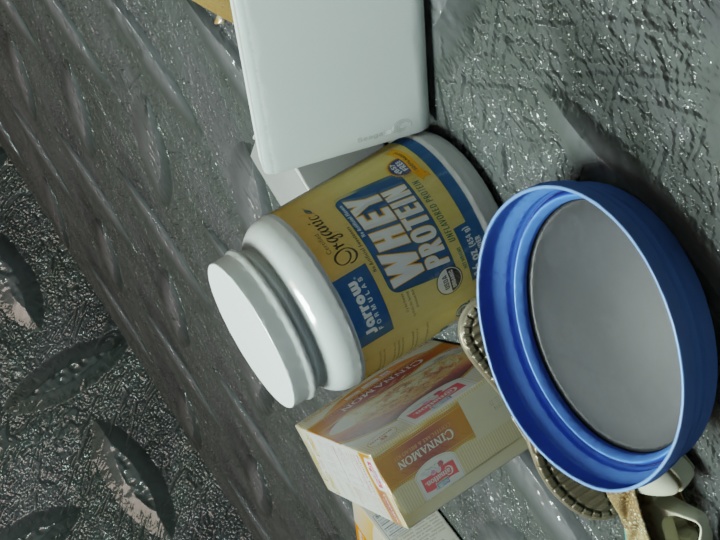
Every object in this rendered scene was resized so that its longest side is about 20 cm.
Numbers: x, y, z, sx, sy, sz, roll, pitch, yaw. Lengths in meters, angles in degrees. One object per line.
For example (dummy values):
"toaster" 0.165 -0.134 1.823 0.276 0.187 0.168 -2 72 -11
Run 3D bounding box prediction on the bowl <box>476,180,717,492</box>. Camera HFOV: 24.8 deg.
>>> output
"bowl" 0.149 0.040 1.045 0.200 0.039 0.203 33 131 48

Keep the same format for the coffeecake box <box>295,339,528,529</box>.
"coffeecake box" 0.051 0.134 1.398 0.074 0.153 0.200 62 163 -11

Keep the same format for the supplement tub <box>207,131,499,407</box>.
"supplement tub" 0.000 0.000 1.235 0.145 0.199 0.145 52 162 24

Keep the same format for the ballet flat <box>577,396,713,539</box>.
"ballet flat" 0.210 0.156 1.149 0.065 0.071 0.201 2 128 40

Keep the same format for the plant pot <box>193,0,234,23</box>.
"plant pot" -0.088 -0.256 1.138 0.186 0.186 0.200 46 176 40

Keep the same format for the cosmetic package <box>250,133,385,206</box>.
"cosmetic package" -0.007 -0.051 1.381 0.201 0.090 0.107 61 164 6

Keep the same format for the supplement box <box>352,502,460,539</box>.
"supplement box" 0.074 0.332 1.816 0.200 0.073 0.127 50 161 31

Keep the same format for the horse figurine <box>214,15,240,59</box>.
"horse figurine" -0.104 -0.267 1.337 0.201 0.050 0.133 62 149 23

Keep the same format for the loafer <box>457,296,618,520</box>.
"loafer" 0.143 0.092 1.204 0.201 0.075 0.068 57 -165 -13

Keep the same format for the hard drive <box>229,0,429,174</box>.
"hard drive" -0.019 -0.156 1.145 0.201 0.131 0.026 83 168 -53
